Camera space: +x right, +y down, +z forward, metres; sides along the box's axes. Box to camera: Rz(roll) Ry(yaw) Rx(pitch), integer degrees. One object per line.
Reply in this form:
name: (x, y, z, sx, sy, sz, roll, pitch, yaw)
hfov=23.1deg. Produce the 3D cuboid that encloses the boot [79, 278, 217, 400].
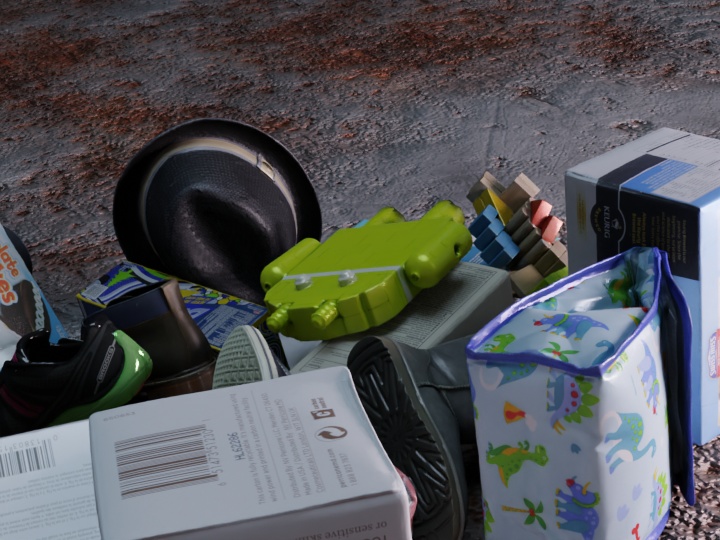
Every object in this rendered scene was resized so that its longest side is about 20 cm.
boot: (-0.205, 0.062, 1.461, 0.199, 0.097, 0.075, -9, 16, 32)

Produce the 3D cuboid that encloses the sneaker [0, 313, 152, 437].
sneaker: (-0.257, 0.092, 1.410, 0.199, 0.084, 0.077, -28, 11, 20)

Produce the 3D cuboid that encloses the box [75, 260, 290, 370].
box: (-0.155, 0.054, 1.525, 0.199, 0.070, 0.064, 17, 44, 43)

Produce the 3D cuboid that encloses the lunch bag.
lunch bag: (0.171, 0.095, 1.233, 0.127, 0.171, 0.200, 8, 25, 29)

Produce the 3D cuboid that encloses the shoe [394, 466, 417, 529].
shoe: (-0.056, 0.136, 1.180, 0.199, 0.091, 0.072, 20, 65, 5)

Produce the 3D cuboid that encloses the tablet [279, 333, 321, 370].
tablet: (-0.001, 0.072, 1.526, 0.199, 0.014, 0.130, 12, 29, 35)

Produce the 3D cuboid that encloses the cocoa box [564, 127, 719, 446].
cocoa box: (0.250, 0.009, 1.371, 0.133, 0.201, 0.131, -25, 30, -38)

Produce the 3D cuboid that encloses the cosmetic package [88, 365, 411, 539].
cosmetic package: (-0.060, 0.190, 1.035, 0.165, 0.201, 0.167, -10, 24, -9)

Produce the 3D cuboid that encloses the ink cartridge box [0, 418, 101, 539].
ink cartridge box: (-0.164, 0.185, 1.221, 0.199, 0.044, 0.174, -11, 64, -11)

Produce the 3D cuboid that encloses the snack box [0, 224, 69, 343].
snack box: (-0.354, 0.003, 1.554, 0.037, 0.201, 0.116, -27, 5, 42)

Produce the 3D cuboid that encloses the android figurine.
android figurine: (0.000, 0.000, 1.435, 0.181, 0.041, 0.200, -4, 24, 39)

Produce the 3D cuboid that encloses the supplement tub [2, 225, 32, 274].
supplement tub: (-0.391, 0.026, 1.615, 0.106, 0.108, 0.200, 9, 27, 31)

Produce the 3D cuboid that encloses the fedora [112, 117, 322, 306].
fedora: (-0.123, -0.031, 1.566, 0.199, 0.202, 0.092, -9, 27, -6)

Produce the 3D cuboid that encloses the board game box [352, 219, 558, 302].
board game box: (0.063, 0.006, 1.606, 0.199, 0.047, 0.151, 6, 22, 24)

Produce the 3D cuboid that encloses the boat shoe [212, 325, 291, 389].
boat shoe: (-0.056, 0.122, 1.306, 0.062, 0.075, 0.200, 13, 34, -39)

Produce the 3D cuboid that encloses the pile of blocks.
pile of blocks: (0.145, -0.017, 1.504, 0.082, 0.062, 0.201, 8, 45, -43)

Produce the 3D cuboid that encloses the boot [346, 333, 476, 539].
boot: (0.095, 0.119, 1.312, 0.199, 0.183, 0.072, 6, -29, -45)

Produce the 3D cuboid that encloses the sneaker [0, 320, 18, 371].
sneaker: (-0.367, 0.098, 1.442, 0.081, 0.077, 0.200, 44, 47, 19)

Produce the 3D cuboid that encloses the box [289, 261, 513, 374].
box: (0.036, 0.072, 1.407, 0.095, 0.078, 0.200, 13, 36, 34)
